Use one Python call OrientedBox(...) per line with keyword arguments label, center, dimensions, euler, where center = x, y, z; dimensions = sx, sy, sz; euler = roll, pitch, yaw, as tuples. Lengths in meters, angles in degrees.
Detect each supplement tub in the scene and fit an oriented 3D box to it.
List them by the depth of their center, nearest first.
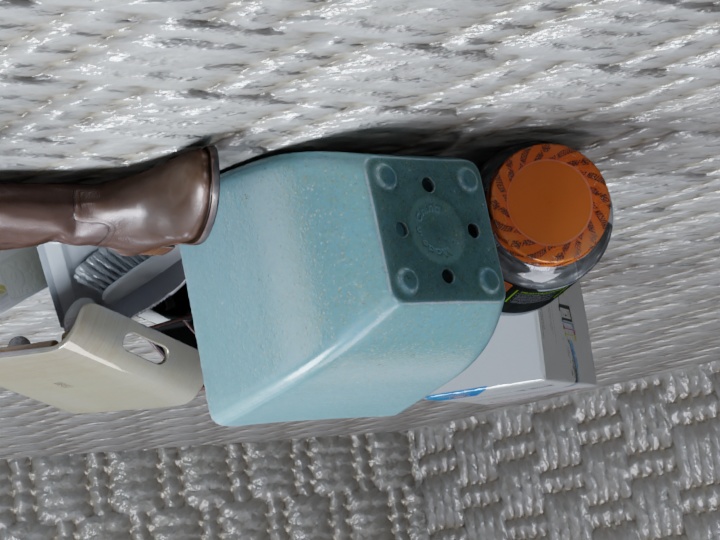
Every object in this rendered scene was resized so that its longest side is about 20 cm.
OrientedBox(label="supplement tub", center=(0.138, -0.035, 1.556), dimensions=(0.122, 0.123, 0.200), euler=(-7, 171, -8))

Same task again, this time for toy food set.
OrientedBox(label="toy food set", center=(-0.243, 0.068, 1.577), dimensions=(0.200, 0.060, 0.143), euler=(-8, 155, 41))

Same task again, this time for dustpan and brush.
OrientedBox(label="dustpan and brush", center=(-0.159, -0.018, 1.559), dimensions=(0.200, 0.057, 0.140), euler=(-32, 152, -18))

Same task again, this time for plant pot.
OrientedBox(label="plant pot", center=(0.000, 0.000, 1.470), dimensions=(0.196, 0.196, 0.200), euler=(0, 163, -39))

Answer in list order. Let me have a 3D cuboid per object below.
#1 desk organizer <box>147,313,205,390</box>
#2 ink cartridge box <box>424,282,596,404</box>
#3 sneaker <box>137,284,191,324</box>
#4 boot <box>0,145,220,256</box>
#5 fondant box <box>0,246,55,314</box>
OrientedBox(label="desk organizer", center=(-0.100, 0.060, 1.635), dimensions=(0.077, 0.072, 0.200), euler=(-10, 175, -43))
OrientedBox(label="ink cartridge box", center=(0.163, 0.070, 2.131), dimensions=(0.147, 0.145, 0.200), euler=(-11, 170, 21))
OrientedBox(label="sneaker", center=(-0.169, 0.003, 1.687), dimensions=(0.088, 0.076, 0.200), euler=(-21, 165, 31))
OrientedBox(label="boot", center=(-0.218, -0.050, 1.384), dimensions=(0.200, 0.064, 0.186), euler=(4, 159, -25))
OrientedBox(label="fondant box", center=(-0.369, 0.029, 1.559), dimensions=(0.200, 0.058, 0.144), euler=(-16, -168, 37))
